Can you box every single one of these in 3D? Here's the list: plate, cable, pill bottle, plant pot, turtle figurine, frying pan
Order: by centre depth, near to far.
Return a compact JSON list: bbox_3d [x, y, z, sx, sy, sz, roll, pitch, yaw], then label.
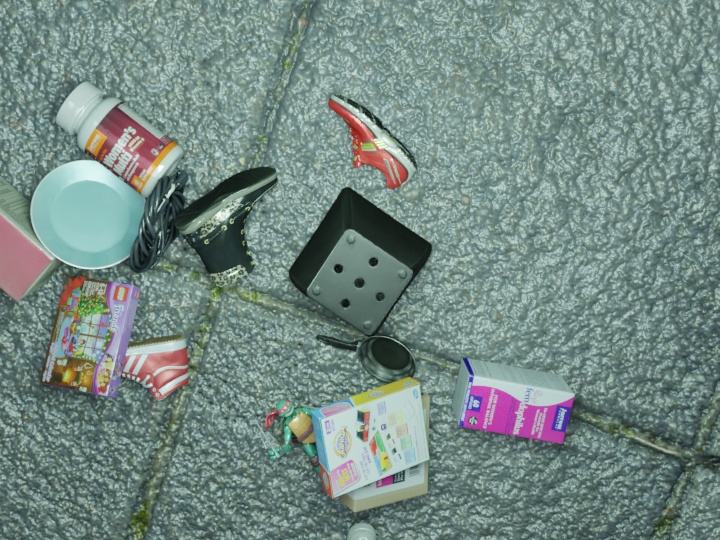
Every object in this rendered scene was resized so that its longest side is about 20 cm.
[{"bbox_3d":[-0.414,-0.226,1.424,0.199,0.110,0.110,37,100,-8],"label":"pill bottle"},{"bbox_3d":[-0.348,-0.071,1.425,0.050,0.164,0.201,23,120,-5],"label":"cable"},{"bbox_3d":[0.000,0.000,1.439,0.198,0.178,0.201,34,100,-8],"label":"plant pot"},{"bbox_3d":[-0.474,-0.097,1.455,0.198,0.026,0.203,7,73,-22],"label":"plate"},{"bbox_3d":[-0.100,0.299,1.545,0.150,0.101,0.200,-44,110,0],"label":"turtle figurine"},{"bbox_3d":[0.018,0.162,1.547,0.188,0.031,0.116,1,125,27],"label":"frying pan"}]

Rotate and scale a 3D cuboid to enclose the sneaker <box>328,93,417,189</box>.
[{"bbox_3d":[0.009,-0.221,1.442,0.085,0.077,0.200,-43,99,14],"label":"sneaker"}]

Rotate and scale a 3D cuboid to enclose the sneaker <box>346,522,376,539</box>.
[{"bbox_3d":[-0.006,0.602,1.615,0.074,0.100,0.203,1,104,-2],"label":"sneaker"}]

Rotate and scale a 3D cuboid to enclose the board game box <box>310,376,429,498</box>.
[{"bbox_3d":[0.020,0.290,1.449,0.198,0.040,0.155,-15,106,-24],"label":"board game box"}]

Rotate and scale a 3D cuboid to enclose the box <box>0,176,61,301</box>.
[{"bbox_3d":[-0.623,-0.061,1.453,0.200,0.128,0.109,43,100,-8],"label":"box"}]

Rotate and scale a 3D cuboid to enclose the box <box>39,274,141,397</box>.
[{"bbox_3d":[-0.484,0.116,1.485,0.135,0.039,0.202,8,78,11],"label":"box"}]

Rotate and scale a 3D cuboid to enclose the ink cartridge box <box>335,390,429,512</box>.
[{"bbox_3d":[0.042,0.327,1.534,0.163,0.075,0.203,-7,105,-27],"label":"ink cartridge box"}]

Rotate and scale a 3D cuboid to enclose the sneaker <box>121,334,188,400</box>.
[{"bbox_3d":[-0.416,0.189,1.538,0.197,0.071,0.114,-8,99,0],"label":"sneaker"}]

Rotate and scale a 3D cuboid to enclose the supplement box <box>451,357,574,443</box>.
[{"bbox_3d":[0.280,0.239,1.531,0.197,0.103,0.102,9,102,-4],"label":"supplement box"}]

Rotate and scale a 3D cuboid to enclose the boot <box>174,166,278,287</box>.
[{"bbox_3d":[-0.216,-0.079,1.479,0.203,0.073,0.155,-35,126,-18],"label":"boot"}]
